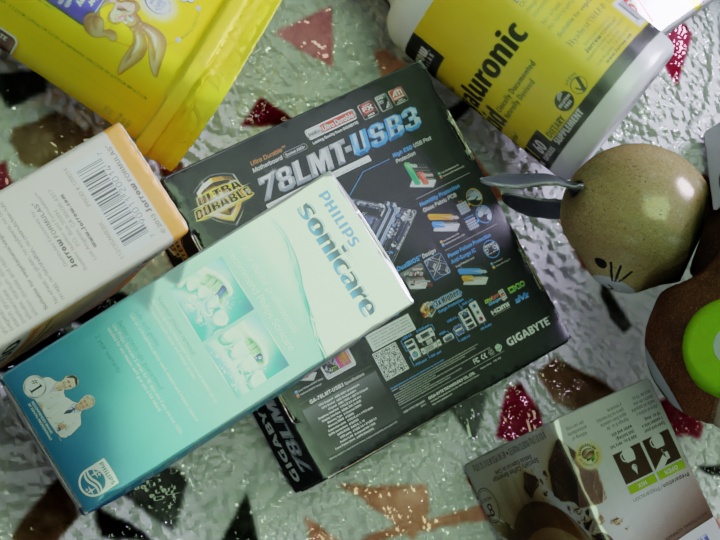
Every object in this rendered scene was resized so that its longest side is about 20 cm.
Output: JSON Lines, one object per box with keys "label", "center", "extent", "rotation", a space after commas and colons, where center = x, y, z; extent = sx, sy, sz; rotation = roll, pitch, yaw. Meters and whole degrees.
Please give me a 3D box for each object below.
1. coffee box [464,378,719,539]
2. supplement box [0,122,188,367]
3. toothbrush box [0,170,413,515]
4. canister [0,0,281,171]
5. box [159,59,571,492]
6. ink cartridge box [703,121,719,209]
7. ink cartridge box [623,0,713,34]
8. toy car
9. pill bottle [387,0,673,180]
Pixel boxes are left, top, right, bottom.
{"label": "coffee box", "center": [0.155, 0.180, 1.209], "extent": [0.080, 0.113, 0.201], "rotation": [-21, 82, -30]}
{"label": "supplement box", "center": [-0.203, 0.015, 1.087], "extent": [0.200, 0.126, 0.074], "rotation": [-34, 90, -30]}
{"label": "toothbrush box", "center": [-0.084, 0.042, 1.091], "extent": [0.199, 0.146, 0.086], "rotation": [-33, 89, -11]}
{"label": "canister", "center": [-0.155, -0.169, 1.185], "extent": [0.199, 0.087, 0.149], "rotation": [34, 45, -9]}
{"label": "box", "center": [0.000, 0.000, 1.234], "extent": [0.199, 0.050, 0.199], "rotation": [-27, 85, -30]}
{"label": "ink cartridge box", "center": [0.355, -0.043, 1.362], "extent": [0.199, 0.147, 0.147], "rotation": [2, 72, -25]}
{"label": "ink cartridge box", "center": [0.174, -0.206, 1.377], "extent": [0.200, 0.068, 0.115], "rotation": [-36, 90, -30]}
{"label": "toy car", "center": [0.166, -0.010, 1.216], "extent": [0.199, 0.164, 0.159], "rotation": [21, 86, 13]}
{"label": "pill bottle", "center": [0.087, -0.159, 1.287], "extent": [0.200, 0.111, 0.111], "rotation": [40, 60, 5]}
